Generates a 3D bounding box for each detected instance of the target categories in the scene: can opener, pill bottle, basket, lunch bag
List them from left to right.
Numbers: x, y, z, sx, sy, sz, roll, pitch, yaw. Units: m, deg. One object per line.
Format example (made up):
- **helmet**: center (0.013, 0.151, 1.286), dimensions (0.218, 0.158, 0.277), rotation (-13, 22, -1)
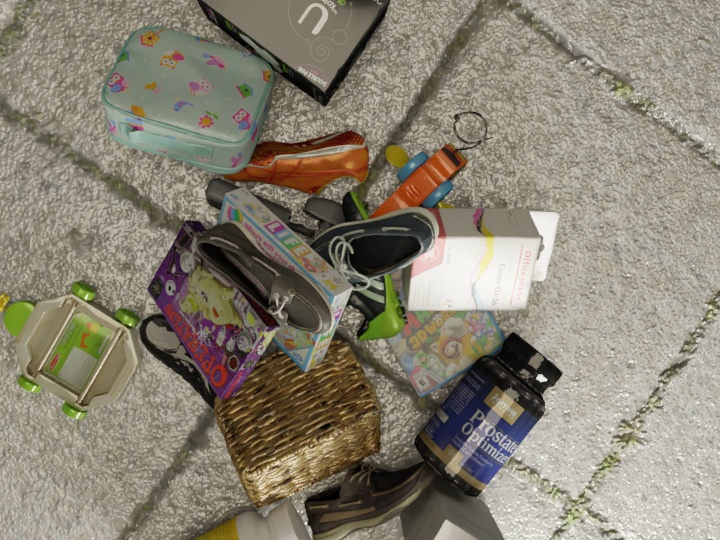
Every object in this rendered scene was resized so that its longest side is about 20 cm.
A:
- **lunch bag**: center (-0.218, -0.210, 1.000), dimensions (0.197, 0.077, 0.162), rotation (16, 62, -2)
- **pill bottle**: center (-0.165, 0.388, 1.053), dimensions (0.198, 0.111, 0.112), rotation (-29, 94, 0)
- **can opener**: center (-0.103, -0.083, 1.057), dimensions (0.198, 0.053, 0.068), rotation (24, 80, -3)
- **basket**: center (-0.083, 0.194, 1.049), dimensions (0.198, 0.150, 0.144), rotation (-24, 61, -13)
- **pill bottle**: center (0.170, 0.185, 1.051), dimensions (0.111, 0.112, 0.201), rotation (38, 92, -4)

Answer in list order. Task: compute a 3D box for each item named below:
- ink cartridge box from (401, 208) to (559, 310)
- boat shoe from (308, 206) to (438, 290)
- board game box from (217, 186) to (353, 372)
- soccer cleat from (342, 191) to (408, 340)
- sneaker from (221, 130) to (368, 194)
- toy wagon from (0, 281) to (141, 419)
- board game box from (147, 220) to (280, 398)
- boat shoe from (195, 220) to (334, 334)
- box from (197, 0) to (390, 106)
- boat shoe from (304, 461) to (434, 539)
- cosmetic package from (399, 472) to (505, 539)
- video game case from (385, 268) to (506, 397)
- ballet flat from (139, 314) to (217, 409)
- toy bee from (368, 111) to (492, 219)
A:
- **ink cartridge box**: center (0.157, -0.013, 1.019), dimensions (0.197, 0.068, 0.118), rotation (-1, 126, -5)
- **boat shoe**: center (0.000, -0.017, 0.955), dimensions (0.198, 0.062, 0.076), rotation (-13, 110, 28)
- **board game box**: center (-0.107, 0.011, 0.993), dimensions (0.200, 0.034, 0.135), rotation (42, 132, 21)
- **soccer cleat**: center (0.000, 0.000, 1.027), dimensions (0.080, 0.068, 0.202), rotation (-17, 108, 3)
- **sneaker**: center (-0.086, -0.130, 1.044), dimensions (0.197, 0.073, 0.078), rotation (-3, 120, 8)
- **toy wagon**: center (-0.393, 0.093, 1.062), dimensions (0.199, 0.040, 0.156), rotation (31, 92, -3)
- **board game box**: center (-0.189, 0.046, 1.002), dimensions (0.200, 0.032, 0.121), rotation (48, 119, 29)
- **boat shoe**: center (-0.116, 0.015, 0.937), dimensions (0.199, 0.057, 0.067), rotation (39, 133, 24)
- **box**: center (-0.083, -0.331, 1.004), dimensions (0.199, 0.124, 0.149), rotation (35, 91, -5)
- **boat shoe**: center (0.003, 0.295, 1.051), dimensions (0.199, 0.074, 0.074), rotation (-33, 88, 19)
- **cosmetic package**: center (0.118, 0.338, 1.015), dimensions (0.107, 0.200, 0.085), rotation (31, 91, -1)
- **video game case**: center (0.091, 0.050, 1.086), dimensions (0.142, 0.018, 0.202), rotation (-30, 94, 1)
- **ballet flat**: center (-0.211, 0.128, 1.073), dimensions (0.200, 0.057, 0.067), rotation (44, 77, -10)
- **toy bee**: center (0.102, -0.119, 1.044), dimensions (0.198, 0.109, 0.132), rotation (-21, 95, 27)
